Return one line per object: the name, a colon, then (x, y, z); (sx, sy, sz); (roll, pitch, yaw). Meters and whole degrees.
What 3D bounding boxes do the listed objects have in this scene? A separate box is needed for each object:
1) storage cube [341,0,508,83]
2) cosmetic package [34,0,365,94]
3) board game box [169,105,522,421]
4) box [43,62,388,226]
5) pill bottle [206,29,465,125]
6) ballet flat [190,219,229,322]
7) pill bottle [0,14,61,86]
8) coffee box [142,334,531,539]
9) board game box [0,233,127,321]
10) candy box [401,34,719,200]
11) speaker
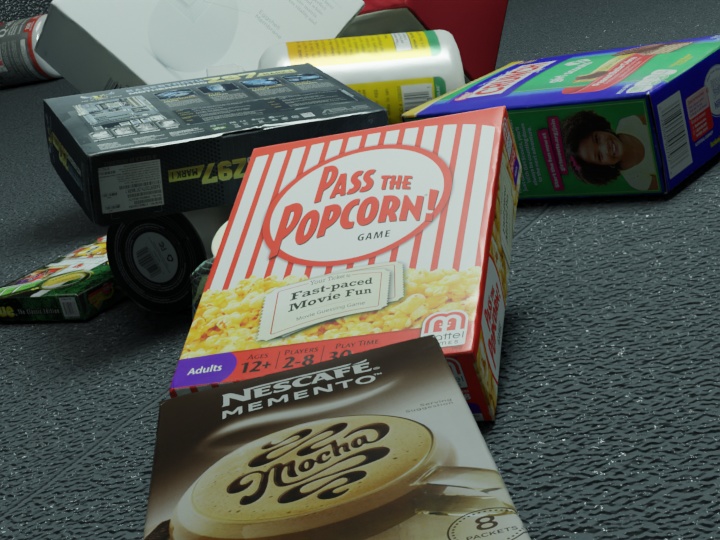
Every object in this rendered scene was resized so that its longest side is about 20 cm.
storage cube: (0.036, -0.277, 1.452); (0.170, 0.200, 0.181); (-2, 63, 33)
cosmetic package: (-0.141, -0.213, 1.282); (0.200, 0.199, 0.123); (-52, 8, -21)
board game box: (0.000, 0.000, 0.749); (0.150, 0.047, 0.201); (-9, 37, 17)
box: (-0.099, -0.089, 0.973); (0.198, 0.051, 0.158); (-10, 23, -20)
pill bottle: (-0.021, -0.129, 1.168); (0.198, 0.114, 0.113); (-6, 15, -5)
ballet flat: (-0.058, -0.011, 0.917); (0.074, 0.075, 0.200); (-10, 16, 11)
pill bottle: (-0.626, -0.399, 2.677); (0.199, 0.117, 0.116); (-4, 18, 30)
coffee box: (-0.007, 0.097, 0.466); (0.112, 0.080, 0.200); (-15, 16, -2)
board game box: (-0.180, -0.007, 1.096); (0.104, 0.024, 0.200); (-1, 20, 33)
candy box: (0.160, -0.109, 1.061); (0.199, 0.078, 0.169); (-3, 19, 37)
speaker: (-0.093, -0.042, 1.034); (0.081, 0.082, 0.200); (-5, 18, 28)
